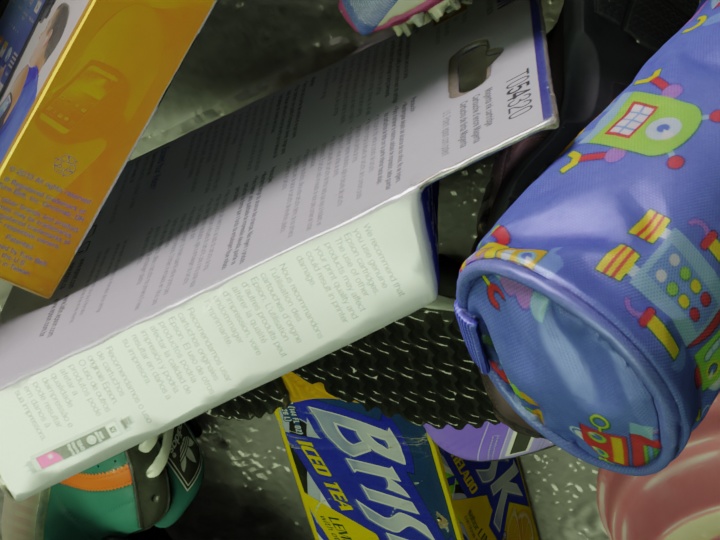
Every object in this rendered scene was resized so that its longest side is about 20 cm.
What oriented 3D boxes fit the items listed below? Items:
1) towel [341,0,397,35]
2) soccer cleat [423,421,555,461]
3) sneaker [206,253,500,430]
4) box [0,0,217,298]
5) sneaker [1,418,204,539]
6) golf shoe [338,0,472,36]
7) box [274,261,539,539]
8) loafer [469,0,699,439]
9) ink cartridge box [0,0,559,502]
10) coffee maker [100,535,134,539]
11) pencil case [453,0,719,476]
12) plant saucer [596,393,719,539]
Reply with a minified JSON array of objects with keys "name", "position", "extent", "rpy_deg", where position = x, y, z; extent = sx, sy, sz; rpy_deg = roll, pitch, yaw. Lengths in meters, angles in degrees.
[{"name":"towel","position":[0.034,-0.186,0.781],"extent":[0.200,0.024,0.147],"rpy_deg":[-46,53,42]},{"name":"soccer cleat","position":[0.086,0.016,0.880],"extent":[0.200,0.073,0.068],"rpy_deg":[-29,91,33]},{"name":"sneaker","position":[0.000,0.000,0.912],"extent":[0.200,0.090,0.070],"rpy_deg":[-4,140,45]},{"name":"box","position":[-0.075,-0.104,0.819],"extent":[0.041,0.119,0.201],"rpy_deg":[21,110,-23]},{"name":"sneaker","position":[-0.098,0.055,1.067],"extent":[0.080,0.072,0.200],"rpy_deg":[19,137,7]},{"name":"golf shoe","position":[0.053,-0.152,0.834],"extent":[0.200,0.075,0.092],"rpy_deg":[-36,92,36]},{"name":"box","position":[0.023,0.094,1.035],"extent":[0.070,0.064,0.201],"rpy_deg":[1,126,26]},{"name":"loafer","position":[0.074,-0.025,0.832],"extent":[0.072,0.201,0.063],"rpy_deg":[23,145,-11]},{"name":"ink cartridge box","position":[-0.022,-0.018,0.836],"extent":[0.199,0.196,0.043],"rpy_deg":[-24,107,11]},{"name":"coffee maker","position":[-0.104,0.203,1.122],"extent":[0.200,0.191,0.135],"rpy_deg":[-54,49,56]},{"name":"pencil case","position":[0.103,-0.033,0.758],"extent":[0.087,0.200,0.078],"rpy_deg":[16,142,35]},{"name":"plant saucer","position":[0.181,0.107,0.941],"extent":[0.200,0.051,0.201],"rpy_deg":[14,146,9]}]
